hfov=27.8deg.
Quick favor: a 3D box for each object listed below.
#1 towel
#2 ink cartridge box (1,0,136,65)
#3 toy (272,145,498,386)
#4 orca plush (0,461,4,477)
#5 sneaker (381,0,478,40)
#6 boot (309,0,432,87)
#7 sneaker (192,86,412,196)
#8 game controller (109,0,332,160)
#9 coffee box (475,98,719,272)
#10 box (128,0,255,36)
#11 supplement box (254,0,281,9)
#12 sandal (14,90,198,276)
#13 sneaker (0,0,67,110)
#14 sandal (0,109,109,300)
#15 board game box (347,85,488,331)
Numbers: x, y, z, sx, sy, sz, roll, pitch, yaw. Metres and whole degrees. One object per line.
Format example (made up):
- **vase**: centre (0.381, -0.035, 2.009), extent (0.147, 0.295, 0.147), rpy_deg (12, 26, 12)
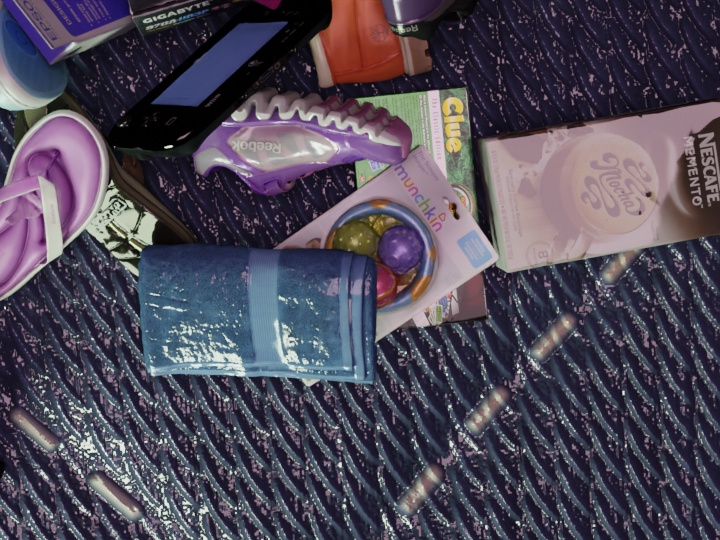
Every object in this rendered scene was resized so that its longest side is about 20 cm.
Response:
- **towel**: centre (-0.085, 0.034, 1.187), extent (0.199, 0.049, 0.112), rpy_deg (3, 111, 12)
- **ink cartridge box**: centre (-0.267, -0.255, 1.123), extent (0.043, 0.200, 0.198), rpy_deg (-35, 96, 22)
- **toy**: centre (0.000, 0.000, 1.210), extent (0.200, 0.047, 0.115), rpy_deg (-34, 90, 15)
- **orca plush**: centre (-0.341, 0.163, 1.236), extent (0.105, 0.071, 0.201), rpy_deg (-3, 91, 43)
- **sneaker**: centre (0.073, -0.249, 1.171), extent (0.076, 0.200, 0.088), rpy_deg (13, 126, 34)
- **boot**: centre (-0.016, -0.250, 1.198), extent (0.107, 0.075, 0.201), rpy_deg (-14, 97, 4)
- **sneaker**: centre (-0.056, -0.102, 1.198), extent (0.200, 0.080, 0.089), rpy_deg (10, 104, 15)
- **game controller**: centre (-0.106, -0.155, 1.134), extent (0.200, 0.104, 0.042), rpy_deg (-48, 117, -27)
- **coffee box**: centre (0.205, -0.073, 1.216), extent (0.199, 0.080, 0.113), rpy_deg (-11, 95, -1)
- **box**: centre (-0.129, -0.306, 1.171), extent (0.159, 0.046, 0.200), rpy_deg (-16, 77, 0)
- **supplement box**: centre (-0.132, -0.295, 1.093), extent (0.200, 0.101, 0.104), rpy_deg (25, 80, 9)
- **sandal**: centre (-0.211, -0.071, 1.214), extent (0.080, 0.057, 0.201), rpy_deg (-28, 115, 26)
- **sneaker**: centre (-0.304, -0.151, 1.144), extent (0.130, 0.200, 0.080), rpy_deg (-36, 120, 9)
- **sandal**: centre (-0.267, -0.040, 1.178), extent (0.082, 0.050, 0.203), rpy_deg (34, 120, -7)
- **board game box**: centre (0.049, -0.052, 1.240), extent (0.104, 0.023, 0.201), rpy_deg (-5, 96, 1)
